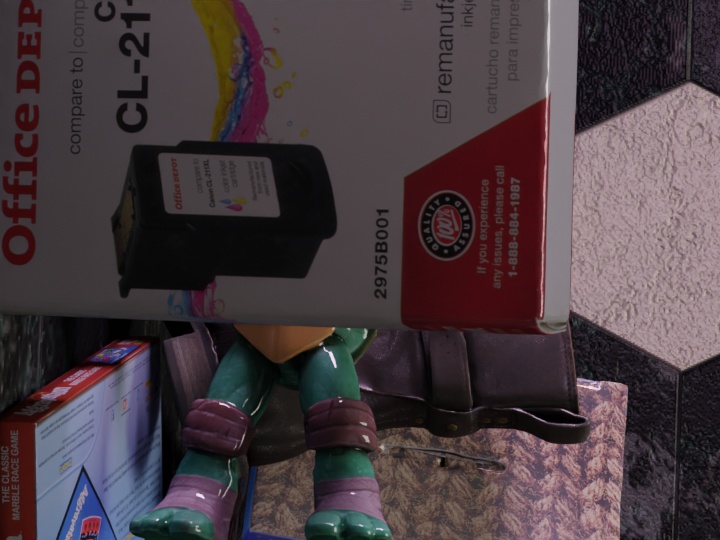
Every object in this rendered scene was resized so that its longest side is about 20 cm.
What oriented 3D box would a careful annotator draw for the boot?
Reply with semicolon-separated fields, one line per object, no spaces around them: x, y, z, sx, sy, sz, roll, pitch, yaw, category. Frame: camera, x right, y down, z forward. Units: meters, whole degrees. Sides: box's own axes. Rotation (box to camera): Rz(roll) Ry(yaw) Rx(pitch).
0.000;0.000;1.169;0.069;0.174;0.200;82;-5;-62;boot

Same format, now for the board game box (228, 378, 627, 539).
0.016;0.121;1.267;0.200;0.159;0.097;112;-14;-61;board game box

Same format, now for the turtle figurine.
-0.029;0.007;1.072;0.101;0.150;0.200;24;64;-53;turtle figurine

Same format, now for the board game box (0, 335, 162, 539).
-0.106;0.090;1.081;0.200;0.019;0.103;-40;129;-79;board game box

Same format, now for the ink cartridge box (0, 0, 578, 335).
-0.029;-0.053;0.968;0.083;0.200;0.146;2;89;-79;ink cartridge box
